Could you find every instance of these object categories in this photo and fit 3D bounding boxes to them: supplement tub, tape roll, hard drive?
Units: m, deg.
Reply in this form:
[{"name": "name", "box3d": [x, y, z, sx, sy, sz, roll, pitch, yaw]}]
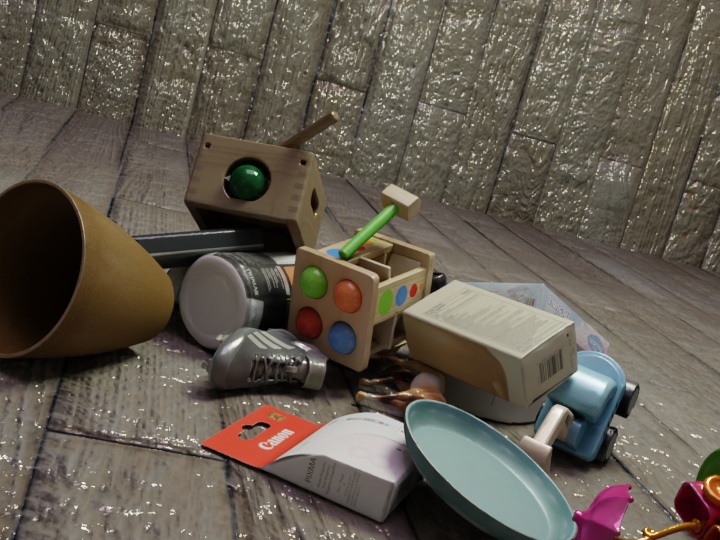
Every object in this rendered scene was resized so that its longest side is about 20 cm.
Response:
[{"name": "supplement tub", "box3d": [-0.131, 0.037, 1.343, 0.122, 0.124, 0.199, 23, 13, 31]}, {"name": "tape roll", "box3d": [0.164, 0.136, 1.401, 0.200, 0.072, 0.203, 16, 11, -3]}, {"name": "hard drive", "box3d": [-0.244, -0.026, 1.331, 0.198, 0.033, 0.139, -7, -5, -34]}]

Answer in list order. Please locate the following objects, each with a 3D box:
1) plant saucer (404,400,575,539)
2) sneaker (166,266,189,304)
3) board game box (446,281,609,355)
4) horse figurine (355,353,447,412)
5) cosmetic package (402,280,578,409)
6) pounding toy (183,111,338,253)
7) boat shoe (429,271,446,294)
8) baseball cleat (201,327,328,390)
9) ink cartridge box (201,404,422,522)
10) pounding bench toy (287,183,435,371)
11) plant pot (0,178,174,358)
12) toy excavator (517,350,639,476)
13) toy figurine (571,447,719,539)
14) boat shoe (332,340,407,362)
[{"name": "plant saucer", "box3d": [0.121, 0.202, 0.997, 0.199, 0.028, 0.200, 32, 16, -10]}, {"name": "sneaker", "box3d": [-0.180, 0.036, 1.448, 0.198, 0.075, 0.087, -4, 29, -36]}, {"name": "board game box", "box3d": [0.230, 0.079, 1.493, 0.198, 0.044, 0.200, 2, -26, 44]}, {"name": "horse figurine", "box3d": [0.062, 0.149, 1.263, 0.131, 0.051, 0.200, 10, 14, 0]}, {"name": "cosmetic package", "box3d": [0.156, 0.086, 1.248, 0.105, 0.072, 0.199, -28, 31, -31]}, {"name": "pounding toy", "box3d": [-0.123, -0.119, 1.377, 0.182, 0.144, 0.200, 11, -19, 8]}, {"name": "boat shoe", "box3d": [0.042, 0.022, 1.408, 0.073, 0.061, 0.199, -20, 21, -40]}, {"name": "baseball cleat", "box3d": [-0.098, 0.106, 1.195, 0.105, 0.071, 0.200, 19, 13, 18]}, {"name": "ink cartridge box", "box3d": [-0.035, 0.172, 1.031, 0.198, 0.058, 0.162, 24, 14, 15]}, {"name": "pounding bench toy", "box3d": [0.000, 0.000, 1.290, 0.123, 0.202, 0.155, 20, 23, 32]}, {"name": "plant pot", "box3d": [-0.303, 0.017, 1.131, 0.185, 0.188, 0.199, 23, 0, 33]}, {"name": "toy excavator", "box3d": [0.248, 0.174, 1.223, 0.099, 0.196, 0.200, 22, -15, 27]}, {"name": "toy figurine", "box3d": [0.286, 0.264, 0.932, 0.182, 0.151, 0.201, -2, 41, -16]}, {"name": "boat shoe", "box3d": [0.030, 0.093, 1.429, 0.199, 0.070, 0.073, -24, 37, -39]}]
